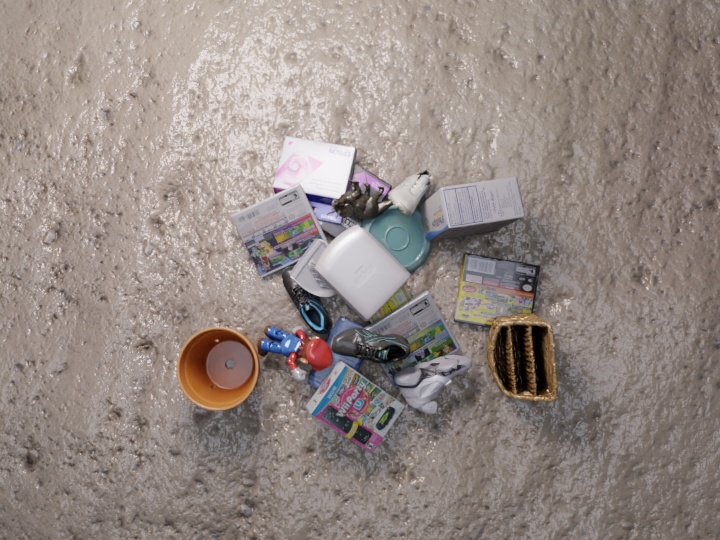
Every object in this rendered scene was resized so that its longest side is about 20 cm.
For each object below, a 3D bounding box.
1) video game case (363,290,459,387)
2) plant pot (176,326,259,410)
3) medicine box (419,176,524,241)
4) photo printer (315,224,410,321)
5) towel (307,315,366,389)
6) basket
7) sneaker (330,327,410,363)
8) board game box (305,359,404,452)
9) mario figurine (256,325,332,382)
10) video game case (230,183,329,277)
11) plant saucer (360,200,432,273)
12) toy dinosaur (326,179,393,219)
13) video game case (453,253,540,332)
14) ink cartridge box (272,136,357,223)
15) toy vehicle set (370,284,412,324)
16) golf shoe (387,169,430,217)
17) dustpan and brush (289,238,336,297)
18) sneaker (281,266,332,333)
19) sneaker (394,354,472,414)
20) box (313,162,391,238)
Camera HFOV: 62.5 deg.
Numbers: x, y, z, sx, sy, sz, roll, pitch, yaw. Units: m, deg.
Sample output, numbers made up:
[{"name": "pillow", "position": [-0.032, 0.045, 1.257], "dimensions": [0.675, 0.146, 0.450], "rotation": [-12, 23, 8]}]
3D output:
[{"name": "video game case", "position": [0.129, 0.177, 1.520], "dimensions": [0.200, 0.022, 0.183], "rotation": [-31, 106, -2]}, {"name": "plant pot", "position": [-0.342, 0.242, 1.493], "dimensions": [0.199, 0.140, 0.201], "rotation": [0, 85, 2]}, {"name": "medicine box", "position": [0.272, -0.148, 1.475], "dimensions": [0.199, 0.182, 0.103], "rotation": [-9, 84, -11]}, {"name": "photo printer", "position": [0.000, 0.000, 1.468], "dimensions": [0.166, 0.069, 0.200], "rotation": [-45, 98, 0]}, {"name": "towel", "position": [-0.049, 0.225, 1.535], "dimensions": [0.111, 0.049, 0.201], "rotation": [27, 87, 3]}, {"name": "basket", "position": [0.392, 0.215, 1.464], "dimensions": [0.142, 0.149, 0.201], "rotation": [-5, 96, 1]}, {"name": "sneaker", "position": [0.027, 0.186, 1.453], "dimensions": [0.199, 0.079, 0.076], "rotation": [1, 104, -8]}, {"name": "board game box", "position": [-0.013, 0.340, 1.486], "dimensions": [0.200, 0.064, 0.148], "rotation": [37, 86, -17]}, {"name": "mario figurine", "position": [-0.159, 0.210, 1.507], "dimensions": [0.199, 0.106, 0.124], "rotation": [14, 93, 24]}, {"name": "video game case", "position": [-0.207, -0.102, 1.542], "dimensions": [0.199, 0.023, 0.183], "rotation": [-24, 104, 3]}, {"name": "plant saucer", "position": [0.094, -0.084, 1.550], "dimensions": [0.199, 0.027, 0.201], "rotation": [0, 93, -8]}, {"name": "toy dinosaur", "position": [0.005, -0.171, 1.505], "dimensions": [0.199, 0.077, 0.103], "rotation": [8, 98, -29]}, {"name": "video game case", "position": [0.356, 0.060, 1.552], "dimensions": [0.199, 0.026, 0.181], "rotation": [10, 86, 1]}, {"name": "ink cartridge box", "position": [-0.124, -0.239, 1.550], "dimensions": [0.196, 0.043, 0.201], "rotation": [11, 82, 10]}, {"name": "toy vehicle set", "position": [0.071, 0.087, 1.533], "dimensions": [0.124, 0.027, 0.200], "rotation": [-28, 98, -1]}, {"name": "golf shoe", "position": [0.129, -0.204, 1.486], "dimensions": [0.078, 0.200, 0.097], "rotation": [41, 116, -9]}, {"name": "dustpan and brush", "position": [-0.076, 0.032, 1.528], "dimensions": [0.200, 0.057, 0.140], "rotation": [54, 56, -32]}, {"name": "sneaker", "position": [-0.138, 0.073, 1.531], "dimensions": [0.073, 0.082, 0.200], "rotation": [-35, 84, 1]}, {"name": "sneaker", "position": [0.193, 0.290, 1.507], "dimensions": [0.199, 0.075, 0.115], "rotation": [-16, 103, -1]}, {"name": "box", "position": [-0.029, -0.177, 1.572], "dimensions": [0.143, 0.036, 0.200], "rotation": [32, 89, 4]}]
